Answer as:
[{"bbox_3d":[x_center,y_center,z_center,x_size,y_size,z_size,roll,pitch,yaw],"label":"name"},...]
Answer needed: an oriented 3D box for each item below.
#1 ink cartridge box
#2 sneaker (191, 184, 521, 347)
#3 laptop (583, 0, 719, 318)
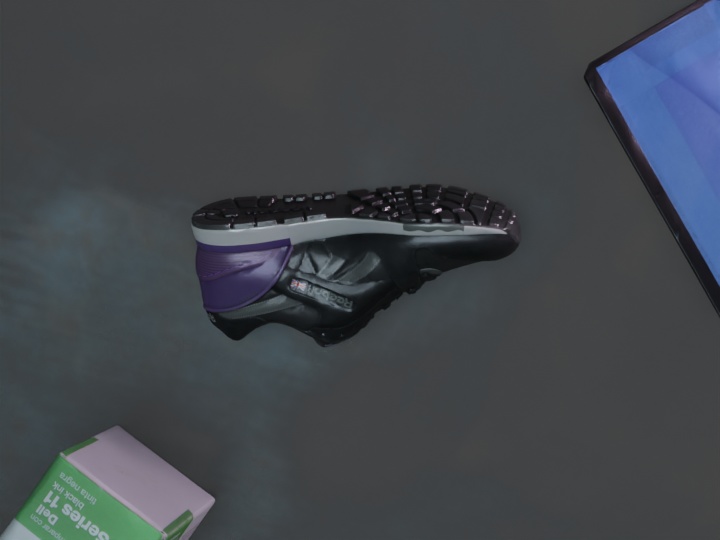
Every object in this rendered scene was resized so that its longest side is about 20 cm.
[{"bbox_3d":[-0.187,0.203,1.200,0.083,0.147,0.200,36,95,4],"label":"ink cartridge box"},{"bbox_3d":[0.000,0.000,1.217,0.199,0.076,0.088,-2,108,9],"label":"sneaker"},{"bbox_3d":[0.265,-0.097,1.154,0.200,0.103,0.178,-29,91,39],"label":"laptop"}]
